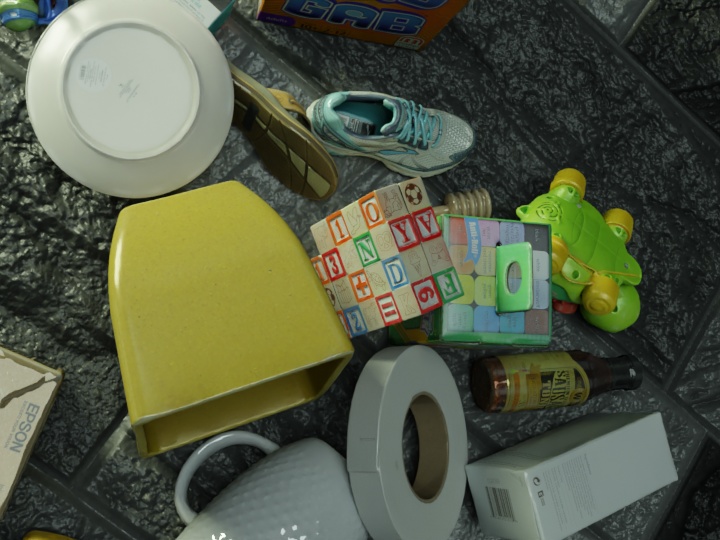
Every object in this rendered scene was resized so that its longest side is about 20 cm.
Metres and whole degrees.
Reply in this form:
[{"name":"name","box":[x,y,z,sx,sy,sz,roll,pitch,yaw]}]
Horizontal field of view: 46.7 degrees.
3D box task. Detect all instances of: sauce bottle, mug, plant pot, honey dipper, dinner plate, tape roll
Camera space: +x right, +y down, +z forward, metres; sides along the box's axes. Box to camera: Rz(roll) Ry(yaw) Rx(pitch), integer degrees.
[{"name":"sauce bottle","box":[0.225,0.121,0.942,0.197,0.066,0.067,-4,85,-16]},{"name":"mug","box":[-0.093,0.240,0.802,0.199,0.148,0.175,36,66,22]},{"name":"plant pot","box":[-0.142,0.037,0.783,0.192,0.196,0.202,-16,74,-18]},{"name":"honey dipper","box":[0.049,-0.061,0.927,0.197,0.038,0.039,-9,86,-15]},{"name":"dinner plate","box":[-0.221,-0.173,0.807,0.197,0.024,0.204,0,88,-12]},{"name":"tape roll","box":[0.051,0.176,0.833,0.202,0.037,0.206,19,67,-57]}]

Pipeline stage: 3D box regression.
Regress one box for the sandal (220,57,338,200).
[{"name":"sandal","box":[-0.092,-0.161,0.881,0.200,0.080,0.054,44,54,-3]}]

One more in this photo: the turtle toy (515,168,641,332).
[{"name":"turtle toy","box":[0.247,-0.007,0.943,0.199,0.101,0.147,37,51,-12]}]

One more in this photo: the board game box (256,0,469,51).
[{"name":"board game box","box":[0.012,-0.375,0.865,0.197,0.200,0.203,6,82,-16]}]

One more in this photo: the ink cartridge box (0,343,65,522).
[{"name":"ink cartridge box","box":[-0.328,0.167,0.716,0.074,0.165,0.203,24,78,-15]}]

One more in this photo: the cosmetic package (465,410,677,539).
[{"name":"cosmetic package","box":[0.226,0.217,0.892,0.197,0.113,0.082,-13,87,-26]}]

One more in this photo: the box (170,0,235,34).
[{"name":"box","box":[-0.222,-0.231,0.855,0.082,0.049,0.201,40,74,-9]}]

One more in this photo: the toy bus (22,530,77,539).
[{"name":"toy bus","box":[-0.275,0.346,0.698,0.134,0.192,0.202,28,78,-13]}]

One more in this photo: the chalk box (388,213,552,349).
[{"name":"chalk box","box":[0.115,0.015,0.850,0.122,0.200,0.127,4,82,-16]}]

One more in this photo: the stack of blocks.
[{"name":"stack of blocks","box":[0.000,0.000,0.813,0.058,0.199,0.117,-20,87,-36]}]

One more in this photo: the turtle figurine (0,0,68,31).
[{"name":"turtle figurine","box":[-0.368,-0.333,0.775,0.197,0.144,0.197,0,80,-20]}]

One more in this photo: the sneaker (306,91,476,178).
[{"name":"sneaker","box":[0.040,-0.151,0.906,0.197,0.086,0.079,4,83,-16]}]
